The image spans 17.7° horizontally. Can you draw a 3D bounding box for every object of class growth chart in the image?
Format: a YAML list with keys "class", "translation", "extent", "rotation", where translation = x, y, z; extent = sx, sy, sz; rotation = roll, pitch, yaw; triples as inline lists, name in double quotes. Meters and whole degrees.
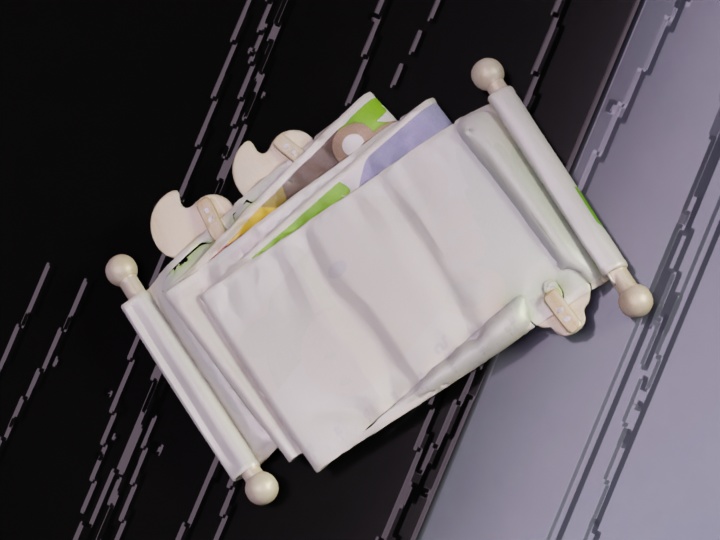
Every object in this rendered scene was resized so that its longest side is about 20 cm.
- class: "growth chart"
  translation: [0.000, 0.000, 0.934]
  extent: [0.200, 0.018, 0.145]
  rotation: [-30, 72, 12]
